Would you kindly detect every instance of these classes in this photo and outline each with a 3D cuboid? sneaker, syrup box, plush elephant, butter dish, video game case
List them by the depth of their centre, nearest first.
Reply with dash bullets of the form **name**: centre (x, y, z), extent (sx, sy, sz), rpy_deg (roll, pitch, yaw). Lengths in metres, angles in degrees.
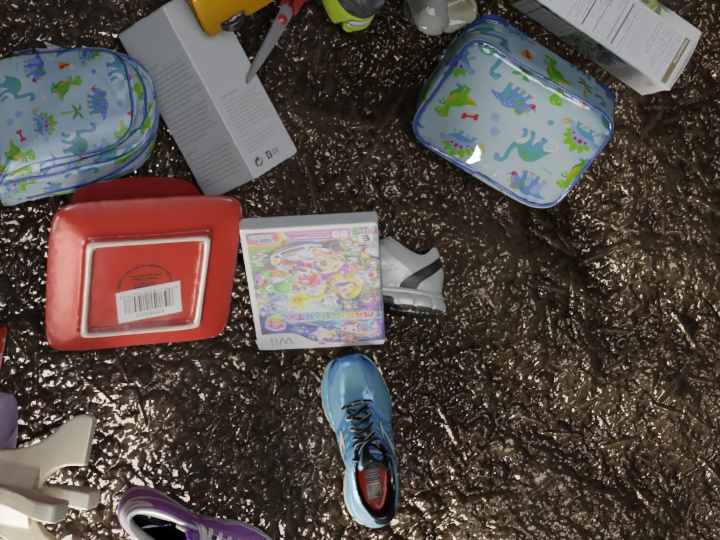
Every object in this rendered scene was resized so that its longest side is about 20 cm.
- **butter dish**: centre (-0.239, -0.030, 1.675), extent (0.198, 0.148, 0.201), rpy_deg (-5, 132, -19)
- **video game case**: centre (-0.048, 0.014, 1.690), extent (0.141, 0.201, 0.018), rpy_deg (-3, 50, 1)
- **sneaker**: centre (-0.168, 0.300, 1.715), extent (0.199, 0.114, 0.073), rpy_deg (22, 87, -13)
- **sneaker**: centre (-0.020, -0.363, 1.716), extent (0.074, 0.081, 0.202), rpy_deg (-27, 93, -34)
- **plush elephant**: centre (0.110, -0.336, 1.727), extent (0.154, 0.200, 0.166), rpy_deg (11, 105, -33)
- **sneaker**: centre (0.011, 0.187, 1.756), extent (0.078, 0.090, 0.202), rpy_deg (-14, 94, -10)
- **sneaker**: centre (0.000, 0.000, 1.764), extent (0.198, 0.074, 0.081), rpy_deg (10, 77, -16)
- **syrup box**: centre (0.274, -0.284, 1.791), extent (0.199, 0.079, 0.082), rpy_deg (31, 86, -11)

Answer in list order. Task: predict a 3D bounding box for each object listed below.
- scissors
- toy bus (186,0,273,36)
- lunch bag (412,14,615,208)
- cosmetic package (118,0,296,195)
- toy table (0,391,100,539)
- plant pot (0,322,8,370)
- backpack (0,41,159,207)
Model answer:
- **scissors**: centre (-0.074, -0.274, 1.710), extent (0.073, 0.014, 0.202), rpy_deg (25, 61, -28)
- **toy bus**: centre (-0.093, -0.325, 1.630), extent (0.199, 0.065, 0.079), rpy_deg (-32, 58, -7)
- **lunch bag**: centre (0.165, -0.170, 1.747), extent (0.199, 0.083, 0.161), rpy_deg (28, 124, -9)
- **cosmetic package**: centre (-0.162, -0.187, 1.690), extent (0.071, 0.101, 0.201), rpy_deg (-35, 101, -37)
- **toy table**: centre (-0.347, 0.236, 1.657), extent (0.116, 0.184, 0.202), rpy_deg (11, 99, 5)
- **plant pot**: centre (-0.481, 0.139, 1.615), extent (0.174, 0.200, 0.202), rpy_deg (11, 91, 1)
- **backpack**: centre (-0.306, -0.156, 1.649), extent (0.198, 0.154, 0.165), rpy_deg (-2, 71, -17)
